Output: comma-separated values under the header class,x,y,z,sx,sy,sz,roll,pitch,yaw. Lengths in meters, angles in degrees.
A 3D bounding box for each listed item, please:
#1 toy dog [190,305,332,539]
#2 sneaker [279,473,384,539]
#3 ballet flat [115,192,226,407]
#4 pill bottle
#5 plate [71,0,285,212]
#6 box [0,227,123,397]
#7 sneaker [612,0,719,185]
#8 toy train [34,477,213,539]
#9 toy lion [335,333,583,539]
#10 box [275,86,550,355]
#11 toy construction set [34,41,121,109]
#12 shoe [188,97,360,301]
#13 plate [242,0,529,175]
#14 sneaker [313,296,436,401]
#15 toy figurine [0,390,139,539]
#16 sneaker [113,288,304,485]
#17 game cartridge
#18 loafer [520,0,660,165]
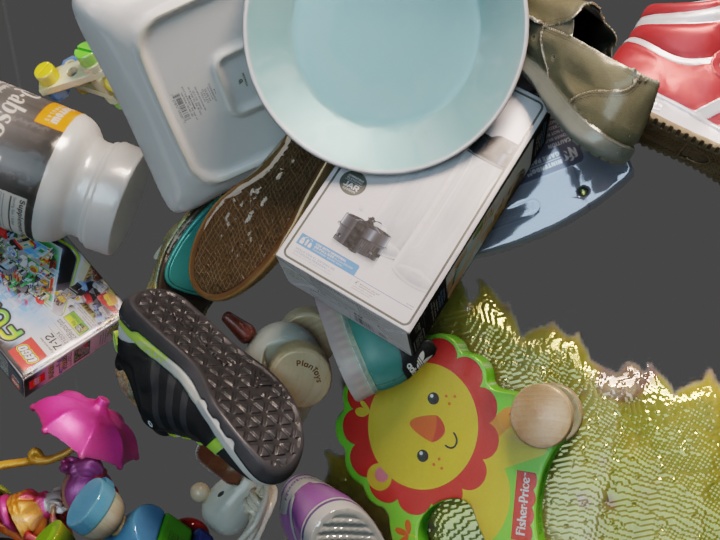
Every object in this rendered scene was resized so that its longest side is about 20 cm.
class,x,y,z,sx,sy,sz,roll,pitch,yaw
toy dog,-0.093,0.112,0.777,0.096,0.132,0.202,26,83,-7
sneaker,-0.001,0.245,0.768,0.072,0.114,0.202,-28,108,-19
ballet flat,-0.157,0.018,0.826,0.070,0.071,0.202,20,89,15
pill bottle,-0.287,-0.092,0.817,0.198,0.116,0.117,20,91,-4
plate,-0.084,-0.151,0.729,0.199,0.201,0.032,-26,42,-8
box,-0.304,0.001,0.845,0.110,0.035,0.200,-36,75,-33
sneaker,0.279,-0.124,0.713,0.199,0.071,0.113,28,80,2
toy train,-0.223,0.249,0.788,0.199,0.085,0.116,-37,112,26
toy lion,0.070,0.151,0.758,0.190,0.069,0.202,4,87,22
box,0.041,-0.056,0.711,0.116,0.060,0.201,30,76,16
toy construction set,-0.162,-0.184,0.823,0.198,0.092,0.132,14,65,8
shoe,-0.056,-0.056,0.743,0.070,0.053,0.201,41,99,19
plate,0.017,-0.168,0.679,0.198,0.026,0.203,0,96,4
sneaker,0.000,0.000,0.770,0.079,0.071,0.202,-22,65,4
toy figurine,-0.272,0.185,0.820,0.182,0.150,0.202,-19,103,3
sneaker,-0.117,0.096,0.718,0.200,0.071,0.083,43,122,31
game cartridge,0.106,-0.083,0.774,0.198,0.041,0.134,-20,78,13
loafer,0.147,-0.160,0.689,0.070,0.075,0.201,-51,51,27
